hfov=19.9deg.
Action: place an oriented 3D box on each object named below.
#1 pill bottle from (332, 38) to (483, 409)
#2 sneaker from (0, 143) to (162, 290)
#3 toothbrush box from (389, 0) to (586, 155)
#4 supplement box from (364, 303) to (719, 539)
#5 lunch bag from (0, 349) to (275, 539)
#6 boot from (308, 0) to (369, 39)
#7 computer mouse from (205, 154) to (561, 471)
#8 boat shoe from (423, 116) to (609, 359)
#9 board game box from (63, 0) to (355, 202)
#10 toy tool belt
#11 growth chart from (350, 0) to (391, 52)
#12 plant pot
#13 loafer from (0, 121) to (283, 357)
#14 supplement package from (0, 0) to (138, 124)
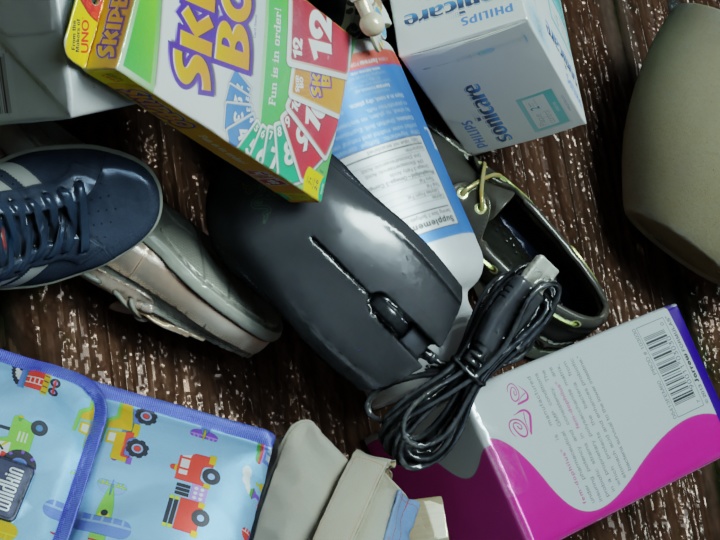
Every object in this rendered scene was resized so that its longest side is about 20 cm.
[{"bbox_3d":[0.005,-0.025,1.203,0.112,0.112,0.200,-17,82,-42],"label":"pill bottle"},{"bbox_3d":[-0.188,-0.016,1.023,0.200,0.085,0.075,-12,106,-20],"label":"sneaker"},{"bbox_3d":[0.070,-0.196,1.301,0.146,0.085,0.200,49,30,-59],"label":"toothbrush box"},{"bbox_3d":[0.117,0.104,1.239,0.200,0.103,0.101,-18,82,-43],"label":"supplement box"},{"bbox_3d":[-0.164,0.127,1.029,0.200,0.094,0.151,23,57,-14],"label":"lunch bag"},{"bbox_3d":[-0.077,-0.221,1.262,0.154,0.073,0.204,-4,70,-46],"label":"boot"},{"bbox_3d":[0.000,0.000,1.118,0.200,0.053,0.139,39,88,4],"label":"computer mouse"},{"bbox_3d":[0.079,-0.034,1.300,0.201,0.061,0.072,48,48,-11],"label":"boat shoe"},{"bbox_3d":[-0.070,-0.112,1.023,0.200,0.030,0.096,30,67,-51],"label":"board game box"},{"bbox_3d":[-0.019,0.188,1.078,0.123,0.125,0.200,25,56,-17],"label":"toy tool belt"},{"bbox_3d":[-0.014,-0.196,1.174,0.200,0.018,0.145,-80,145,-79],"label":"growth chart"},{"bbox_3d":[0.256,-0.067,1.395,0.200,0.200,0.135,37,86,-20],"label":"plant pot"},{"bbox_3d":[-0.134,-0.011,1.131,0.200,0.063,0.072,39,17,-22],"label":"loafer"},{"bbox_3d":[-0.135,-0.146,1.056,0.200,0.121,0.120,-21,106,-54],"label":"supplement package"}]
